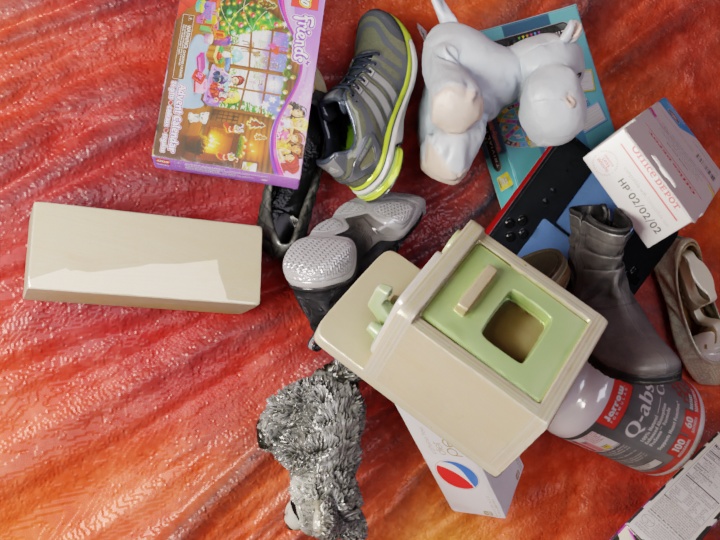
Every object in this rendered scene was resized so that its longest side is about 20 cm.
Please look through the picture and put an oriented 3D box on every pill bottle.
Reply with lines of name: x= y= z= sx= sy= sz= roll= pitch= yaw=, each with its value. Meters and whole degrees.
pill bottle: x=0.263 y=0.139 z=0.958 sx=0.200 sy=0.116 sz=0.116 roll=24 pitch=77 yaw=-20

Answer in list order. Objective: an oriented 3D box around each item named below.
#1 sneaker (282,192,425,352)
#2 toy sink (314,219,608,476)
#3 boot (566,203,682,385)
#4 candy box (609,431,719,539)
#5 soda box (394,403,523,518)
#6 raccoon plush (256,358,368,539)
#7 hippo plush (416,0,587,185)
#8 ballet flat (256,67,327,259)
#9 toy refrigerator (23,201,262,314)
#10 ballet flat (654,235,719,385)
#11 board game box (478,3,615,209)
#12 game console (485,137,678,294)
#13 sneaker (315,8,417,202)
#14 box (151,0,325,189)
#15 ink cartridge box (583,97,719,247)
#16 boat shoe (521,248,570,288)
sneaker: x=0.000 y=0.000 z=0.879 sx=0.200 sy=0.075 sz=0.114 roll=-37 pitch=132 yaw=-44
toy sink: x=0.083 y=0.048 z=0.744 sx=0.200 sy=0.112 sz=0.130 roll=37 pitch=52 yaw=9
boot: x=0.246 y=0.016 z=0.859 sx=0.070 sy=0.200 sz=0.132 roll=-6 pitch=115 yaw=-17
candy box: x=0.310 y=0.264 z=0.898 sx=0.200 sy=0.137 sz=0.061 roll=-23 pitch=57 yaw=-40
soda box: x=0.096 y=0.155 z=0.864 sx=0.068 sy=0.063 sz=0.200 roll=-59 pitch=135 yaw=-39
raccoon plush: x=-0.016 y=0.147 z=0.796 sx=0.097 sy=0.134 sz=0.200 roll=9 pitch=116 yaw=-39
hippo plush: x=0.141 y=-0.175 z=0.886 sx=0.160 sy=0.159 sz=0.201 roll=0 pitch=57 yaw=-2
ballet flat: x=-0.060 y=-0.108 z=0.865 sx=0.066 sy=0.057 sz=0.201 roll=9 pitch=83 yaw=-20
toy refrigerator: x=-0.195 y=-0.007 z=0.796 sx=0.199 sy=0.070 sz=0.076 roll=5 pitch=78 yaw=-24
ballet flat: x=0.403 y=0.052 z=1.054 sx=0.067 sy=0.062 sz=0.201 roll=-28 pitch=98 yaw=-22
board game box: x=0.201 y=-0.180 z=0.989 sx=0.151 sy=0.047 sz=0.201 roll=-20 pitch=95 yaw=-23
game console: x=0.235 y=-0.027 z=0.962 sx=0.200 sy=0.031 sz=0.177 roll=34 pitch=99 yaw=-25
sneaker: x=0.003 y=-0.173 z=0.871 sx=0.081 sy=0.074 sz=0.201 roll=20 pitch=67 yaw=-42
box: x=-0.111 y=-0.186 z=0.831 sx=0.136 sy=0.039 sz=0.201 roll=8 pitch=79 yaw=-6
ink cartridge box: x=0.302 y=-0.101 z=0.909 sx=0.115 sy=0.068 sz=0.200 roll=54 pitch=34 yaw=3
boat shoe: x=0.147 y=0.063 z=0.920 sx=0.200 sy=0.072 sz=0.068 roll=-44 pitch=119 yaw=9
